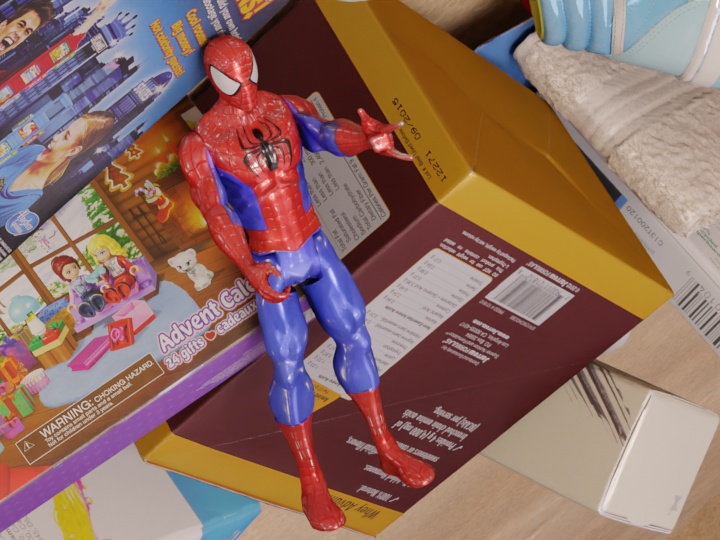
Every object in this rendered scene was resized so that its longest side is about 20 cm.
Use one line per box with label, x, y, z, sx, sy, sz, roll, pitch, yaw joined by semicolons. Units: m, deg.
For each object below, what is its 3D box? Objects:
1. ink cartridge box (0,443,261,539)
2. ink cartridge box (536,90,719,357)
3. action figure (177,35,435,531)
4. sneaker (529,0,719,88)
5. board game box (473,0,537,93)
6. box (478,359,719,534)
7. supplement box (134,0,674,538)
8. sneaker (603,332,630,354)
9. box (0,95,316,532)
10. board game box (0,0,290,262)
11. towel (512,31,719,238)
ink cartridge box;-0.185;0.124;1.080;0.200;0.146;0.147;-16;153;-51
ink cartridge box;0.210;-0.051;1.249;0.200;0.198;0.043;-31;165;-43
action figure;-0.014;0.007;0.856;0.065;0.201;0.099;-25;-159;-18
sneaker;0.128;-0.186;1.047;0.080;0.130;0.201;-95;-167;-69
board game box;0.064;-0.098;1.205;0.200;0.039;0.158;-33;159;-37
box;0.077;0.063;1.167;0.082;0.200;0.069;21;93;-53
supplement box;0.000;0.000;1.066;0.200;0.133;0.197;-40;146;17
sneaker;0.158;-0.033;1.270;0.088;0.200;0.075;8;135;-2
box;-0.132;0.012;0.919;0.200;0.137;0.039;-34;164;-13
board game box;-0.096;-0.108;0.812;0.200;0.062;0.200;-38;163;-6
towel;0.176;-0.090;1.188;0.200;0.133;0.035;-24;157;-51
